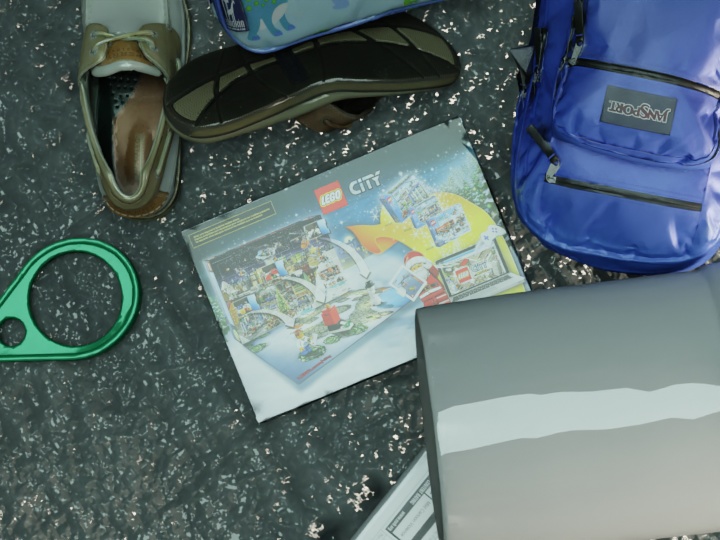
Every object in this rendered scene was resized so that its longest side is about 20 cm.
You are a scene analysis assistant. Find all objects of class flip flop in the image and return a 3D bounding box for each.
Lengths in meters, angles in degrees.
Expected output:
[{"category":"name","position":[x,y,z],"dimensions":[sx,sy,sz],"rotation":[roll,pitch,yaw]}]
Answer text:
[{"category":"flip flop","position":[-0.032,-0.118,1.582],"dimensions":[0.200,0.058,0.081],"rotation":[-18,52,-15]}]

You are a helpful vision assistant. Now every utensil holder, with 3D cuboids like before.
[{"category":"utensil holder","position":[0.140,0.088,1.501],"dimensions":[0.199,0.170,0.171],"rotation":[-6,86,-1]}]

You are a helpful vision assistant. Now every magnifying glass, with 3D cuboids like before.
[{"category":"magnifying glass","position":[-0.238,0.045,1.607],"dimensions":[0.200,0.022,0.080],"rotation":[-27,86,-1]}]

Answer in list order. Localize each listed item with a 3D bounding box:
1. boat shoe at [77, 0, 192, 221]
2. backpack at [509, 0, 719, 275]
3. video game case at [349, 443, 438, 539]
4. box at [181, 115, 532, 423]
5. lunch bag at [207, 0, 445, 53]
[{"category":"boat shoe","position":[-0.148,-0.135,1.588],"dimensions":[0.075,0.068,0.201],"rotation":[-7,86,2]},{"category":"backpack","position":[0.169,-0.100,1.523],"dimensions":[0.162,0.168,0.201],"rotation":[12,90,10]},{"category":"video game case","position":[0.055,0.244,1.576],"dimensions":[0.182,0.023,0.200],"rotation":[39,88,5]},{"category":"box","position":[0.000,0.000,1.587],"dimensions":[0.200,0.038,0.137],"rotation":[-22,85,1]},{"category":"lunch bag","position":[-0.014,-0.236,1.536],"dimensions":[0.199,0.083,0.161],"rotation":[-14,128,-6]}]
